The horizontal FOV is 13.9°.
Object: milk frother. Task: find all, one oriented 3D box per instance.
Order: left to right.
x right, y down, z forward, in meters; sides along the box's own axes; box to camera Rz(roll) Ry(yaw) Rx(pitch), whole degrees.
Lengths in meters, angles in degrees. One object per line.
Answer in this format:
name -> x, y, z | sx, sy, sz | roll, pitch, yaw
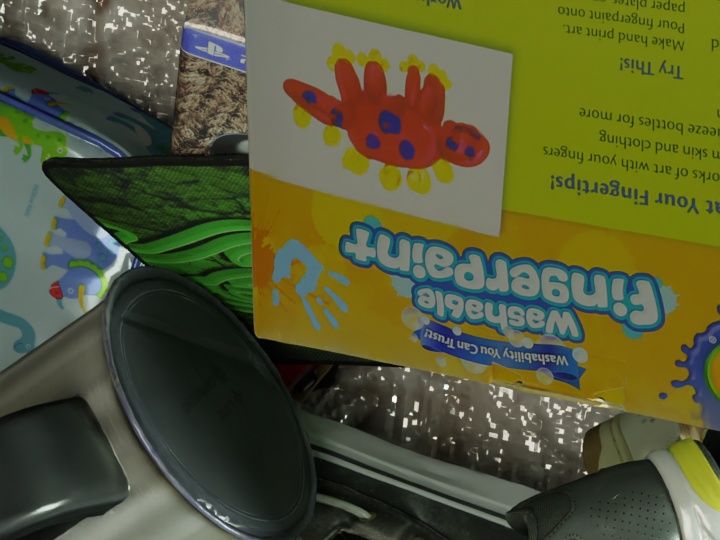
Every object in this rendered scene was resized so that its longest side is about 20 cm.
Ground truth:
milk frother -> -0.107, 0.138, 1.086 | 0.188, 0.181, 0.200 | -34, 96, 25

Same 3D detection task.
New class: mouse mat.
mouse mat -> 0.000, 0.000, 1.062 | 0.199, 0.161, 0.008 | 3, 63, 35

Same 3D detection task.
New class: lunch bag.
lunch bag -> -0.148, 0.016, 1.213 | 0.160, 0.082, 0.201 | 25, 108, 21

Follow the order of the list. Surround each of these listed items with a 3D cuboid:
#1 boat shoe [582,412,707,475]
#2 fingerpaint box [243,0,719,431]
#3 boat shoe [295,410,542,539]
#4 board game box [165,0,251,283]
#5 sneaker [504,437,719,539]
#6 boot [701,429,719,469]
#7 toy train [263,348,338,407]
boat shoe -> 0.165, 0.129, 1.119 | 0.066, 0.074, 0.200 | -36, 95, 17
fingerpaint box -> 0.070, -0.051, 0.818 | 0.199, 0.073, 0.167 | 10, 114, 27
boat shoe -> -0.007, 0.105, 1.132 | 0.199, 0.071, 0.072 | 7, 125, 27
board game box -> 0.021, -0.061, 1.043 | 0.159, 0.200, 0.097 | 17, 68, 1
sneaker -> 0.081, 0.142, 1.058 | 0.084, 0.075, 0.201 | -5, 125, -13
boot -> 0.211, 0.125, 1.069 | 0.173, 0.069, 0.201 | -8, 107, -14
toy train -> -0.023, 0.031, 1.189 | 0.034, 0.046, 0.200 | 44, 113, 8
